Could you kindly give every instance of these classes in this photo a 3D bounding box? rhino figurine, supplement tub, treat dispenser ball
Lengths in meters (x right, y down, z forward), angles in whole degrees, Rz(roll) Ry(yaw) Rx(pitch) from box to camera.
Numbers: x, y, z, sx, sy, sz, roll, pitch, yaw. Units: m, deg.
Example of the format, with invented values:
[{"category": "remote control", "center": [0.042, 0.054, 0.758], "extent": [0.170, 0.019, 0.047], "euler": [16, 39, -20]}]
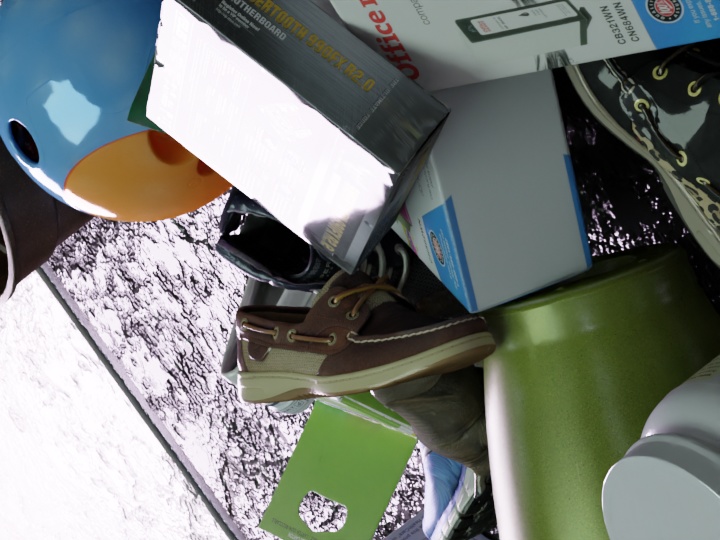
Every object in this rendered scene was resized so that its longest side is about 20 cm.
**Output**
[{"category": "rhino figurine", "center": [0.068, 0.086, 1.533], "extent": [0.087, 0.060, 0.200], "euler": [-22, 137, 20]}, {"category": "supplement tub", "center": [0.238, 0.097, 1.274], "extent": [0.145, 0.200, 0.145], "euler": [37, 146, 31]}, {"category": "treat dispenser ball", "center": [-0.150, -0.132, 1.625], "extent": [0.201, 0.201, 0.201], "euler": [37, 145, 31]}]

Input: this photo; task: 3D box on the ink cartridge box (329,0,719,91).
[{"category": "ink cartridge box", "center": [0.080, -0.177, 1.229], "extent": [0.199, 0.085, 0.146], "euler": [-10, 138, 25]}]

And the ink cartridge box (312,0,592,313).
[{"category": "ink cartridge box", "center": [0.049, -0.085, 1.428], "extent": [0.200, 0.084, 0.145], "euler": [-129, 21, -60]}]

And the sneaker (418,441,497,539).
[{"category": "sneaker", "center": [0.074, 0.113, 1.678], "extent": [0.089, 0.078, 0.201], "euler": [46, 142, 31]}]

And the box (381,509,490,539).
[{"category": "box", "center": [0.061, 0.295, 1.753], "extent": [0.200, 0.184, 0.105], "euler": [33, 142, 36]}]

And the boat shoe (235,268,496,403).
[{"category": "boat shoe", "center": [-0.005, 0.035, 1.434], "extent": [0.200, 0.072, 0.072], "euler": [-10, 91, 49]}]

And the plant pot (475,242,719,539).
[{"category": "plant pot", "center": [0.157, 0.092, 1.429], "extent": [0.200, 0.200, 0.194], "euler": [-9, 99, 58]}]

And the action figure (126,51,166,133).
[{"category": "action figure", "center": [-0.072, -0.181, 1.502], "extent": [0.117, 0.201, 0.055], "euler": [6, 153, 7]}]

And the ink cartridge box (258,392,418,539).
[{"category": "ink cartridge box", "center": [-0.022, 0.086, 1.638], "extent": [0.076, 0.201, 0.148], "euler": [27, 174, -31]}]

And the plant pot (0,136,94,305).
[{"category": "plant pot", "center": [-0.241, -0.107, 1.787], "extent": [0.200, 0.198, 0.201], "euler": [37, 146, 31]}]

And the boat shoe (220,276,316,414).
[{"category": "boat shoe", "center": [-0.039, -0.008, 1.595], "extent": [0.067, 0.201, 0.073], "euler": [26, 155, -31]}]

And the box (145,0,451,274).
[{"category": "box", "center": [-0.040, -0.088, 1.335], "extent": [0.158, 0.048, 0.200], "euler": [37, 163, 4]}]

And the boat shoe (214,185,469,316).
[{"category": "boat shoe", "center": [0.000, 0.000, 1.512], "extent": [0.199, 0.093, 0.075], "euler": [21, 109, 6]}]

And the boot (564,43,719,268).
[{"category": "boot", "center": [0.196, -0.097, 1.273], "extent": [0.200, 0.073, 0.150], "euler": [57, 150, -1]}]
